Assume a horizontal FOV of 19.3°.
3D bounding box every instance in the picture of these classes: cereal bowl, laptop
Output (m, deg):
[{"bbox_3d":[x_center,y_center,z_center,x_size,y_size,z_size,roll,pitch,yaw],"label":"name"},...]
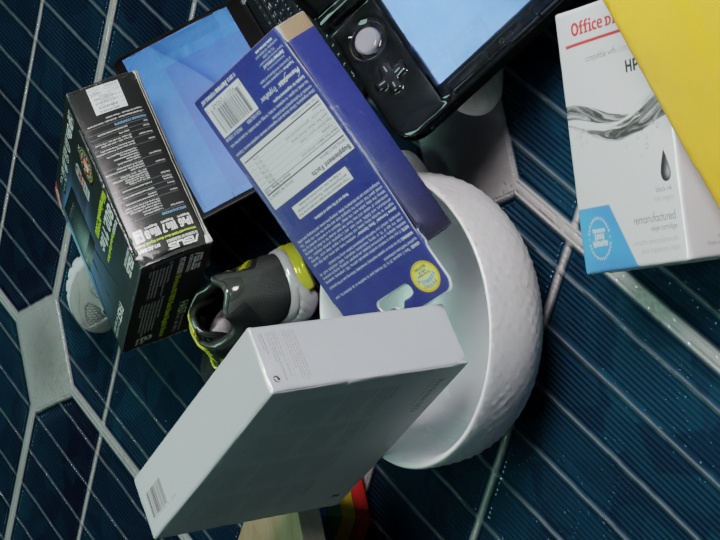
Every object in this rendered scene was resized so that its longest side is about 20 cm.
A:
[{"bbox_3d":[0.058,0.031,1.430,0.200,0.083,0.202,12,104,54],"label":"cereal bowl"},{"bbox_3d":[-0.083,-0.170,1.589,0.178,0.103,0.201,59,139,31],"label":"laptop"}]

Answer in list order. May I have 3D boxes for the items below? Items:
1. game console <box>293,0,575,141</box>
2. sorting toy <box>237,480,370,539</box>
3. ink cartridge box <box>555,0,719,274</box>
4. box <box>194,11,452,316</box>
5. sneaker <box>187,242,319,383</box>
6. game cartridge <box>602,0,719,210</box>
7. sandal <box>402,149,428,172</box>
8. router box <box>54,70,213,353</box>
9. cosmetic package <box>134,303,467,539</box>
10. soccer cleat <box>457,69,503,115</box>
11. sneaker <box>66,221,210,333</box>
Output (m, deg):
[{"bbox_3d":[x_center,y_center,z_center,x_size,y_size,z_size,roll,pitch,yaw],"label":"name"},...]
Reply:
[{"bbox_3d":[0.037,-0.216,1.330,0.200,0.116,0.176,-42,57,16],"label":"game console"},{"bbox_3d":[-0.043,0.254,1.575,0.200,0.069,0.200,-105,30,-55],"label":"sorting toy"},{"bbox_3d":[0.175,-0.103,1.242,0.116,0.066,0.202,169,94,-65],"label":"ink cartridge box"},{"bbox_3d":[-0.017,-0.057,1.385,0.201,0.032,0.121,56,143,0],"label":"box"},{"bbox_3d":[-0.102,0.039,1.652,0.075,0.084,0.200,68,151,22],"label":"sneaker"},{"bbox_3d":[0.226,-0.139,1.118,0.176,0.032,0.201,-27,95,35],"label":"game cartridge"},{"bbox_3d":[-0.003,-0.005,1.543,0.083,0.050,0.204,54,137,39],"label":"sandal"},{"bbox_3d":[-0.179,-0.041,1.636,0.151,0.062,0.200,64,162,15],"label":"router box"},{"bbox_3d":[-0.042,0.100,1.382,0.200,0.150,0.052,-51,53,46],"label":"cosmetic package"},{"bbox_3d":[0.056,-0.201,1.417,0.078,0.069,0.201,-39,60,47],"label":"soccer cleat"},{"bbox_3d":[-0.190,0.009,1.793,0.200,0.074,0.082,-45,57,48],"label":"sneaker"}]
